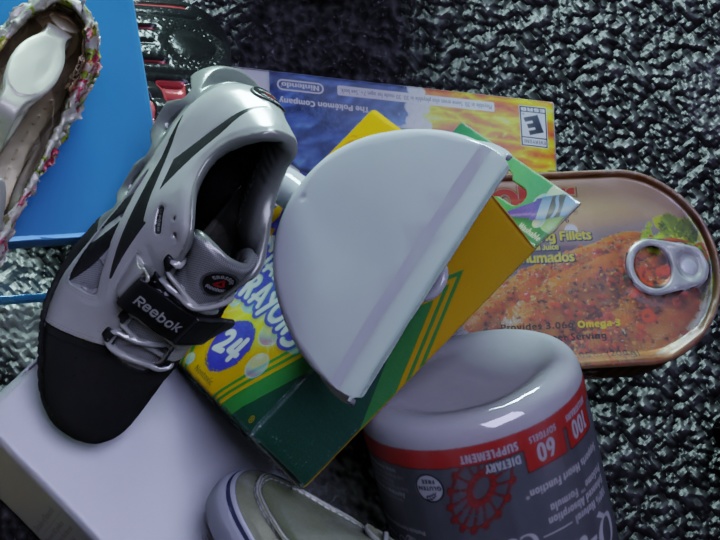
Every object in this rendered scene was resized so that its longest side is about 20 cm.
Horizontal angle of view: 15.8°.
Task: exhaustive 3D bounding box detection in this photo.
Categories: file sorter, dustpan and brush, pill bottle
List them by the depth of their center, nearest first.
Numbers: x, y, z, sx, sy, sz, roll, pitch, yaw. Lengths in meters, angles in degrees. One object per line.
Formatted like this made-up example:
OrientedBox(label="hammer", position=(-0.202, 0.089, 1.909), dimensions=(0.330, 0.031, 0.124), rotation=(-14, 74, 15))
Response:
OrientedBox(label="dustpan and brush", position=(-0.008, -0.023, 1.269), dimensions=(0.057, 0.200, 0.140), rotation=(32, 91, -44))
OrientedBox(label="pill bottle", position=(0.076, 0.142, 1.334), dimensions=(0.116, 0.116, 0.201), rotation=(-25, 113, -25))
OrientedBox(label="file sorter", position=(-0.195, -0.091, 1.360), dimensions=(0.138, 0.123, 0.201), rotation=(-4, 72, -21))

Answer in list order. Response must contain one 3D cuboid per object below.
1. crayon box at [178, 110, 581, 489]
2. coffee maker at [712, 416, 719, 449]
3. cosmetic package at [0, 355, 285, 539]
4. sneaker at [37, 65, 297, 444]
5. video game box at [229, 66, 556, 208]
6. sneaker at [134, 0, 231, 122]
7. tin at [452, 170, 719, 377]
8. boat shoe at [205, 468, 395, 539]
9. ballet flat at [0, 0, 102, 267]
OrientedBox(label="crayon box", position=(0.000, 0.000, 1.318), dimensions=(0.200, 0.126, 0.052), rotation=(-45, 126, -5))
OrientedBox(label="coffee maker", position=(0.307, 0.072, 1.467), dimensions=(0.200, 0.192, 0.135), rotation=(-42, 89, -12))
OrientedBox(label="cosmetic package", position=(-0.102, 0.124, 1.343), dimensions=(0.200, 0.074, 0.102), rotation=(46, 64, 3))
OrientedBox(label="sneaker", position=(-0.093, 0.001, 1.263), dimensions=(0.074, 0.088, 0.201), rotation=(21, 100, -30))
OrientedBox(label="video game box", position=(0.015, -0.014, 1.449), dimensions=(0.199, 0.047, 0.183), rotation=(4, 72, -18))
OrientedBox(label="sneaker", position=(-0.111, -0.069, 1.413), dimensions=(0.073, 0.087, 0.201), rotation=(7, 45, -21))
OrientedBox(label="tin", position=(0.100, 0.004, 1.419), dimensions=(0.199, 0.042, 0.113), rotation=(-2, 77, -20))
OrientedBox(label="boat shoe", position=(0.012, 0.161, 1.278), dimensions=(0.200, 0.062, 0.072), rotation=(41, 33, 4))
OrientedBox(label="ballet flat", position=(-0.183, -0.057, 1.249), dimensions=(0.075, 0.064, 0.201), rotation=(27, 65, -9))
